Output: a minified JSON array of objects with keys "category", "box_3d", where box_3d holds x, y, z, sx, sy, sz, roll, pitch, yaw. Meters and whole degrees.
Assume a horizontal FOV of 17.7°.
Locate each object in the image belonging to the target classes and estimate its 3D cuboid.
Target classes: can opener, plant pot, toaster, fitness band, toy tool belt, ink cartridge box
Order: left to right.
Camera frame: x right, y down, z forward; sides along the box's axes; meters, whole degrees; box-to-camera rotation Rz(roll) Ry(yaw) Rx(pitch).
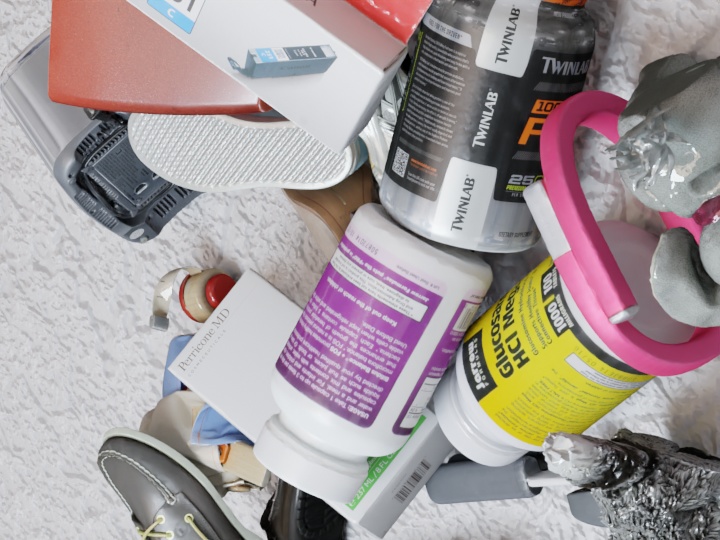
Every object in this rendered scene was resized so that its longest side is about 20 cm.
[{"category":"toaster","box_3d":[-0.215,-0.120,1.913,0.114,0.200,0.129,-43,59,2]},{"category":"plant pot","box_3d":[-0.104,-0.219,1.762,0.176,0.200,0.200,20,117,29]},{"category":"toy tool belt","box_3d":[-0.103,0.086,1.908,0.123,0.125,0.200,-16,64,47]},{"category":"ink cartridge box","box_3d":[-0.054,-0.202,1.601,0.200,0.045,0.176,36,137,5]},{"category":"can opener","box_3d":[0.130,0.162,1.733,0.200,0.053,0.067,-5,100,47]},{"category":"fitness band","box_3d":[0.184,-0.026,1.548,0.037,0.144,0.200,-32,80,44]}]

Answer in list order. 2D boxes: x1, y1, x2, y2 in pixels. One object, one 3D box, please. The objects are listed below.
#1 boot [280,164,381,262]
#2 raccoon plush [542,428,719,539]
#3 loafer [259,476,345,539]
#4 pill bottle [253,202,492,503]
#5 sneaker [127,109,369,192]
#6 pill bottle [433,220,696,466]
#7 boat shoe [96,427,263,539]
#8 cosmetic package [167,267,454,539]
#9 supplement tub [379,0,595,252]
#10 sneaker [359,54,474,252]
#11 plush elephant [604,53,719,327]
[{"category":"boot","box_3d":[0.000,0.000,1.809,0.200,0.070,0.146,42,149,57]},{"category":"raccoon plush","box_3d":[0.176,0.182,1.597,0.097,0.200,0.134,27,101,57]},{"category":"loafer","box_3d":[-0.054,0.200,1.922,0.071,0.073,0.200,27,121,37]},{"category":"pill bottle","box_3d":[0.003,0.062,1.663,0.112,0.112,0.200,34,100,34]},{"category":"sneaker","box_3d":[-0.082,-0.100,1.807,0.200,0.082,0.074,10,108,22]},{"category":"pill bottle","box_3d":[0.140,0.059,1.645,0.200,0.112,0.113,-44,71,44]},{"category":"boat shoe","box_3d":[-0.142,0.211,1.872,0.201,0.061,0.072,45,140,-15]},{"category":"cosmetic package","box_3d":[-0.035,0.102,1.776,0.200,0.085,0.108,36,86,20]},{"category":"supplement tub","box_3d":[0.092,-0.123,1.618,0.122,0.122,0.200,29,114,37]},{"category":"sneaker","box_3d":[0.046,-0.100,1.720,0.088,0.076,0.200,-29,101,10]},{"category":"plush elephant","box_3d":[0.244,-0.057,1.477,0.165,0.200,0.155,-23,104,40]}]
